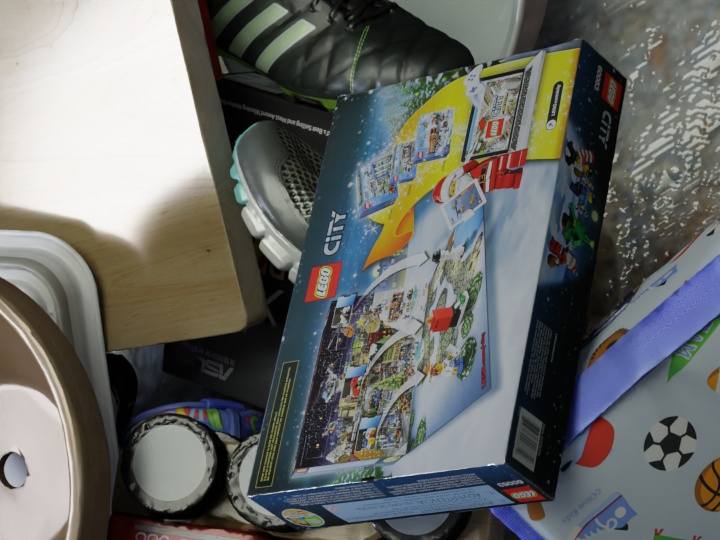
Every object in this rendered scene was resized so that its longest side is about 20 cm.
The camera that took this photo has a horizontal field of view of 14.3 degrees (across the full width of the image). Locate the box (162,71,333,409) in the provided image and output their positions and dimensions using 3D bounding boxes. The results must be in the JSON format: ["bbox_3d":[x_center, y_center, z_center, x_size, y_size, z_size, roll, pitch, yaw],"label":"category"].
[{"bbox_3d":[0.000,0.000,1.409,0.200,0.050,0.158,19,107,33],"label":"box"}]

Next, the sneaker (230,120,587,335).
[{"bbox_3d":[0.027,-0.008,1.320,0.200,0.078,0.091,45,113,13],"label":"sneaker"}]

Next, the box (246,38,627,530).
[{"bbox_3d":[0.034,0.007,1.214,0.137,0.038,0.200,-11,56,39],"label":"box"}]

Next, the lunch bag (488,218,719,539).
[{"bbox_3d":[0.148,0.067,1.246,0.170,0.200,0.124,-43,57,9],"label":"lunch bag"}]

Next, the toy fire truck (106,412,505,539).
[{"bbox_3d":[-0.036,0.173,1.294,0.176,0.129,0.200,7,83,12],"label":"toy fire truck"}]

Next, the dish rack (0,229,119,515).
[{"bbox_3d":[-0.205,0.079,1.420,0.172,0.044,0.200,2,109,22],"label":"dish rack"}]

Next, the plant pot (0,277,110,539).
[{"bbox_3d":[-0.185,0.093,1.324,0.201,0.093,0.201,0,91,30],"label":"plant pot"}]

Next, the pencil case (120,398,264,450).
[{"bbox_3d":[-0.063,0.157,1.399,0.087,0.078,0.200,-43,51,42],"label":"pencil case"}]

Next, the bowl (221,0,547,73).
[{"bbox_3d":[0.023,-0.155,1.451,0.201,0.090,0.201,8,103,35],"label":"bowl"}]

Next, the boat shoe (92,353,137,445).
[{"bbox_3d":[-0.175,0.116,1.485,0.074,0.066,0.199,34,117,9],"label":"boat shoe"}]

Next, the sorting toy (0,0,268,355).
[{"bbox_3d":[-0.132,-0.062,1.418,0.200,0.070,0.199,-9,96,37],"label":"sorting toy"}]

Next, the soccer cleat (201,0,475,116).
[{"bbox_3d":[-0.030,-0.129,1.395,0.200,0.068,0.081,19,122,36],"label":"soccer cleat"}]
